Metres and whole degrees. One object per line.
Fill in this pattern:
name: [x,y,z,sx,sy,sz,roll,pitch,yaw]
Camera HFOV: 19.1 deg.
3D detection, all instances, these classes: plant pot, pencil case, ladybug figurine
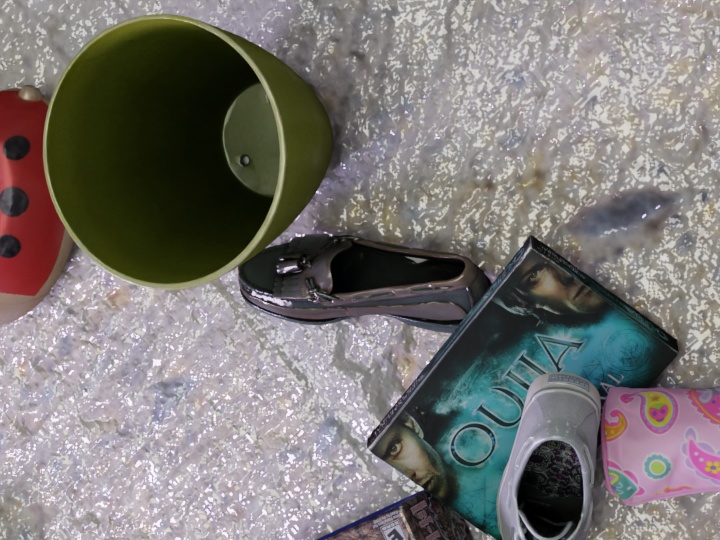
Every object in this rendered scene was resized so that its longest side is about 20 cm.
plant pot: [-0.099,-0.089,1.549,0.186,0.200,0.188,2,96,22]
pencil case: [0.266,0.118,1.477,0.199,0.087,0.088,-2,95,15]
ladybug figurine: [-0.292,-0.051,1.700,0.135,0.072,0.201,18,102,19]

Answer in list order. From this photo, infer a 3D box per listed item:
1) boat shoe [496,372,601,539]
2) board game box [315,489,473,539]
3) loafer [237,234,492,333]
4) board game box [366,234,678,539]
boat shoe: [0.128,0.160,1.495,0.070,0.072,0.201,10,135,8]
board game box: [0.024,0.285,1.595,0.159,0.097,0.201,-28,85,22]
loafer: [0.000,0.000,1.583,0.199,0.063,0.072,5,61,17]
board game box: [0.116,0.090,1.550,0.135,0.028,0.200,35,109,-8]
